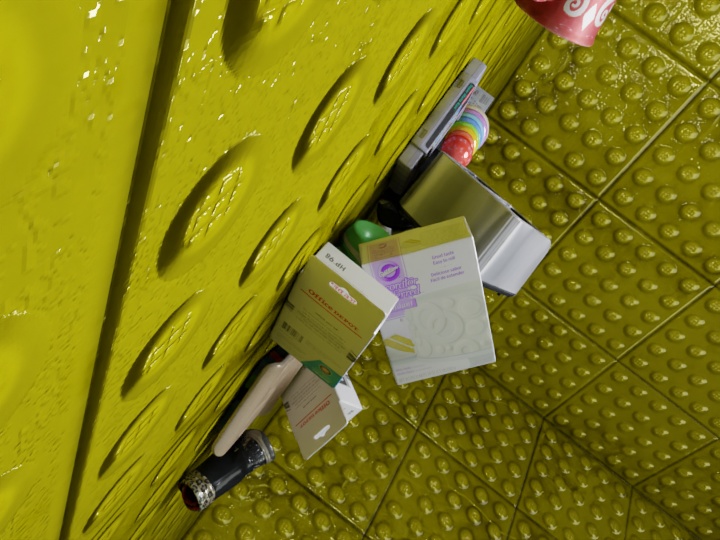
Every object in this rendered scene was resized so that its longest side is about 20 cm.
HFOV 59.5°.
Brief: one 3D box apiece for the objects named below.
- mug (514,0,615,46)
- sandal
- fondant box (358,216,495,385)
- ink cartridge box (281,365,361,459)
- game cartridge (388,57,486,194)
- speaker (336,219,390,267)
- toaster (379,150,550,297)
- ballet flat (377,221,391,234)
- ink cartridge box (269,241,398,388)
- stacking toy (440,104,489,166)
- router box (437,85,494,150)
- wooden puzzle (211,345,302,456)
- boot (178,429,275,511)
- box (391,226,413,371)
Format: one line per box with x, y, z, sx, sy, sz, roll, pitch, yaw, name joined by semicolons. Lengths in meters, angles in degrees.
0.309;-0.419;0.831;0.202;0.132;0.178;-60;176;36;mug
0.086;-0.132;1.054;0.201;0.075;0.045;-55;-172;-36;sandal
0.090;0.045;0.830;0.141;0.203;0.059;-14;-151;5;fondant box
-0.075;0.229;1.136;0.116;0.202;0.066;-42;138;17;ink cartridge box
0.117;-0.216;0.962;0.201;0.038;0.130;-54;-179;-10;game cartridge
-0.027;0.029;0.901;0.201;0.088;0.089;-56;176;28;speaker
0.163;-0.067;0.935;0.119;0.181;0.199;-52;146;15;toaster
0.060;-0.087;1.291;0.071;0.070;0.200;-32;171;-16;ballet flat
-0.031;0.050;0.786;0.067;0.115;0.201;-49;175;-40;ink cartridge box
0.175;-0.227;1.087;0.086;0.085;0.200;-55;-178;28;stacking toy
0.187;-0.266;1.302;0.201;0.052;0.157;-55;178;-2;router box
-0.162;0.193;1.039;0.187;0.046;0.200;-56;172;13;wooden puzzle
-0.249;0.338;1.082;0.153;0.075;0.202;-30;-176;-35;boot
0.066;0.034;0.978;0.201;0.040;0.159;-86;175;-65;box
